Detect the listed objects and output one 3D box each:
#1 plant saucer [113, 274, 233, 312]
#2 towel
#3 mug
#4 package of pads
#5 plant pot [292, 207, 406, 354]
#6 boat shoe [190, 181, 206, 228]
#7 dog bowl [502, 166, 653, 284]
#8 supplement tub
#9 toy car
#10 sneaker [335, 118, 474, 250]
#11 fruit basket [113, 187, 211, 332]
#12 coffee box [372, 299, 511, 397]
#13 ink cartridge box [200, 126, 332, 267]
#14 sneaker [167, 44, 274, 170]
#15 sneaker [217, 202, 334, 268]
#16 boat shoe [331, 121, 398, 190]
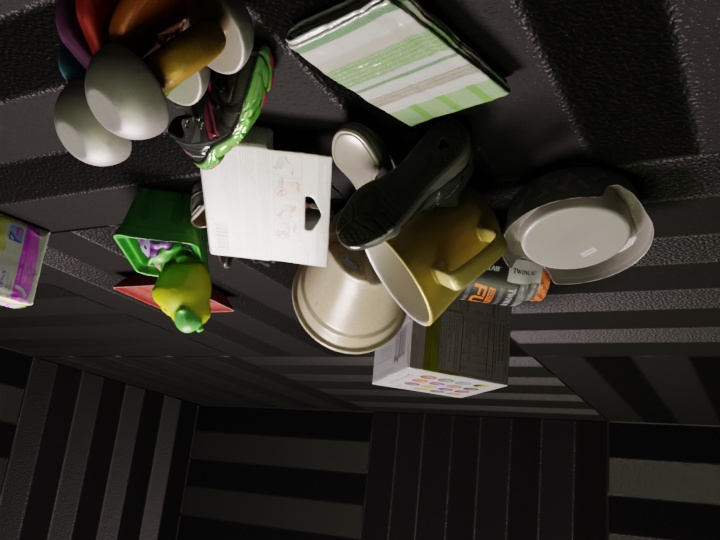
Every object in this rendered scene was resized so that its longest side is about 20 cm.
[{"bbox_3d":[-0.410,0.049,1.707,0.195,0.038,0.199,-2,160,29],"label":"plant saucer"},{"bbox_3d":[0.041,-0.211,0.771,0.147,0.032,0.198,-7,160,42],"label":"towel"},{"bbox_3d":[0.113,-0.023,1.005,0.187,0.152,0.151,45,163,37],"label":"mug"},{"bbox_3d":[-0.676,-0.026,1.385,0.067,0.159,0.198,-8,157,39],"label":"package of pads"},{"bbox_3d":[0.000,0.000,1.188,0.195,0.205,0.184,9,152,-7],"label":"plant pot"},{"bbox_3d":[-0.187,-0.101,1.108,0.070,0.072,0.197,22,157,-40],"label":"boat shoe"},{"bbox_3d":[0.282,-0.058,1.015,0.194,0.060,0.202,2,148,1],"label":"dog bowl"},{"bbox_3d":[0.179,-0.016,1.144,0.194,0.126,0.123,7,162,-2],"label":"supplement tub"},{"bbox_3d":[-0.210,-0.206,0.704,0.198,0.176,0.151,-15,118,50],"label":"toy car"},{"bbox_3d":[0.063,-0.088,0.936,0.199,0.077,0.114,-43,156,7],"label":"sneaker"},{"bbox_3d":[-0.307,-0.004,1.239,0.151,0.222,0.216,7,162,-2],"label":"fruit basket"},{"bbox_3d":[0.149,0.110,1.408,0.193,0.206,0.199,11,162,-16],"label":"coffee box"},{"bbox_3d":[-0.122,-0.096,1.020,0.168,0.044,0.203,6,136,0],"label":"ink cartridge box"},{"bbox_3d":[-0.159,-0.181,0.843,0.083,0.078,0.199,33,141,-19],"label":"sneaker"},{"bbox_3d":[-0.131,-0.046,1.187,0.194,0.084,0.077,-13,162,2],"label":"sneaker"},{"bbox_3d":[0.012,-0.139,0.968,0.065,0.058,0.201,15,161,20],"label":"boat shoe"}]
